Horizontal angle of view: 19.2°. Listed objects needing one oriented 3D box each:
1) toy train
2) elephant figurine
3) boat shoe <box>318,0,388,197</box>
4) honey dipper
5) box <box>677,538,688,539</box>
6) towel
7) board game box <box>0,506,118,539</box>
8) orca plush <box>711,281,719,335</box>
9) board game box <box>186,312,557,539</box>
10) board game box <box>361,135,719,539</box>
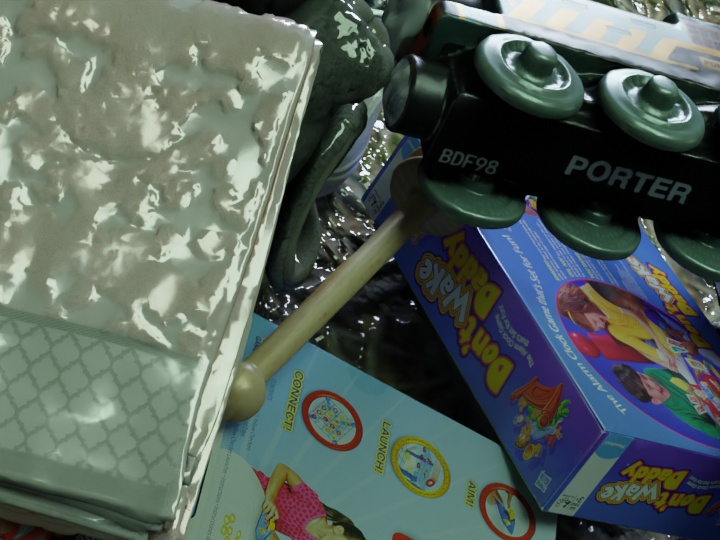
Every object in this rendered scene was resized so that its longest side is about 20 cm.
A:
[{"bbox_3d":[0.099,-0.064,0.866,0.200,0.085,0.114,12,37,-18],"label":"toy train"},{"bbox_3d":[-0.048,-0.062,0.841,0.155,0.200,0.142,-25,75,-5],"label":"elephant figurine"},{"bbox_3d":[-0.003,-0.115,1.000,0.072,0.069,0.200,35,40,-9],"label":"boat shoe"},{"bbox_3d":[0.000,0.000,0.838,0.038,0.038,0.200,43,47,0],"label":"honey dipper"},{"bbox_3d":[0.217,0.159,0.958,0.160,0.049,0.200,42,40,1],"label":"box"},{"bbox_3d":[-0.129,-0.020,0.692,0.200,0.032,0.191,14,67,-1],"label":"towel"},{"bbox_3d":[-0.155,0.054,0.706,0.134,0.034,0.200,-2,48,-15],"label":"board game box"},{"bbox_3d":[0.173,0.016,0.974,0.200,0.071,0.105,54,41,2],"label":"orca plush"},{"bbox_3d":[-0.027,0.121,0.786,0.196,0.056,0.200,29,42,-16],"label":"board game box"},{"bbox_3d":[0.097,0.028,0.926,0.134,0.045,0.200,16,31,-36],"label":"board game box"}]
